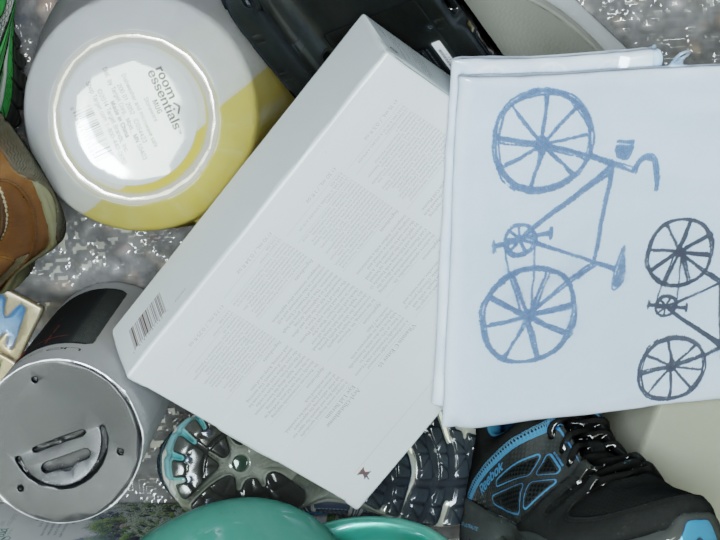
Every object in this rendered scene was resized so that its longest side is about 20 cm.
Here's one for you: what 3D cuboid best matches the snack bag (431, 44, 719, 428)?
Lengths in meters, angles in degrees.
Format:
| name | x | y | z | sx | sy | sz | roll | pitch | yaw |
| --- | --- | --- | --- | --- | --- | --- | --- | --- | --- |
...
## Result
| name | x | y | z | sx | sy | sz | roll | pitch | yaw |
| --- | --- | --- | --- | --- | --- | --- | --- | --- | --- |
| snack bag | 0.134 | -0.018 | 1.122 | 0.198 | 0.021 | 0.190 | -5 | 117 | -11 |

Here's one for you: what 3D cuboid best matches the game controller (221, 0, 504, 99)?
| name | x | y | z | sx | sy | sz | roll | pitch | yaw |
| --- | --- | --- | --- | --- | --- | --- | --- | --- | --- |
| game controller | 0.018 | -0.096 | 1.156 | 0.104 | 0.042 | 0.200 | -23 | 127 | 23 |

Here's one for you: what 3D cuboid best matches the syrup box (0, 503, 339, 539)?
| name | x | y | z | sx | sy | sz | roll | pitch | yaw |
| --- | --- | --- | --- | --- | --- | --- | --- | --- | --- |
| syrup box | -0.111 | 0.174 | 1.273 | 0.198 | 0.079 | 0.082 | -1 | 101 | 3 |

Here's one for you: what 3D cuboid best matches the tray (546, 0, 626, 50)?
| name | x | y | z | sx | sy | sz | roll | pitch | yaw |
| --- | --- | --- | --- | --- | --- | --- | --- | --- | --- |
| tray | 0.132 | -0.051 | 1.249 | 0.200 | 0.022 | 0.107 | 42 | 99 | -5 |

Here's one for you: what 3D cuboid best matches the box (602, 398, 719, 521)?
| name | x | y | z | sx | sy | sz | roll | pitch | yaw |
| --- | --- | --- | --- | --- | --- | --- | --- | --- | --- |
| box | 0.166 | 0.084 | 1.228 | 0.068 | 0.082 | 0.201 | 16 | 108 | -13 |

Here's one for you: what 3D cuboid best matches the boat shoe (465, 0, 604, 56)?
| name | x | y | z | sx | sy | sz | roll | pitch | yaw |
| --- | --- | --- | --- | --- | --- | --- | --- | --- | --- |
| boat shoe | 0.044 | -0.111 | 1.203 | 0.199 | 0.074 | 0.060 | 24 | 142 | -12 |

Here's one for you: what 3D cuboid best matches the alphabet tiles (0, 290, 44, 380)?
| name | x | y | z | sx | sy | sz | roll | pitch | yaw |
| --- | --- | --- | --- | --- | --- | --- | --- | --- | --- |
| alphabet tiles | -0.297 | 0.047 | 1.296 | 0.199 | 0.008 | 0.168 | 27 | 101 | -3 |

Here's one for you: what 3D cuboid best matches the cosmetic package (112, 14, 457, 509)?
| name | x | y | z | sx | sy | sz | roll | pitch | yaw |
| --- | --- | --- | --- | --- | --- | --- | --- | --- | --- |
| cosmetic package | 0.000 | 0.000 | 1.137 | 0.150 | 0.052 | 0.200 | 33 | 105 | -28 |

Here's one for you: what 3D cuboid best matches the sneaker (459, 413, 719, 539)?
| name | x | y | z | sx | sy | sz | roll | pitch | yaw |
| --- | --- | --- | --- | --- | --- | --- | --- | --- | --- |
| sneaker | 0.104 | 0.104 | 1.159 | 0.073 | 0.200 | 0.083 | 0 | 91 | -28 |

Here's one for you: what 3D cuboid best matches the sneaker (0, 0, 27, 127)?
| name | x | y | z | sx | sy | sz | roll | pitch | yaw |
| --- | --- | --- | --- | --- | --- | --- | --- | --- | --- |
| sneaker | -0.207 | -0.154 | 1.211 | 0.077 | 0.085 | 0.202 | 3 | 100 | 13 |

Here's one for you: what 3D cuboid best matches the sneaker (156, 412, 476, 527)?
| name | x | y | z | sx | sy | sz | roll | pitch | yaw |
| --- | --- | --- | --- | --- | --- | --- | --- | --- | --- |
| sneaker | -0.015 | 0.095 | 1.261 | 0.198 | 0.086 | 0.078 | 3 | 86 | -20 |

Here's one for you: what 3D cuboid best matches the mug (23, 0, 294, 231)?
| name | x | y | z | sx | sy | sz | roll | pitch | yaw |
| --- | --- | --- | --- | --- | --- | --- | --- | --- | --- |
| mug | -0.087 | -0.079 | 1.189 | 0.185 | 0.153 | 0.150 | 21 | 100 | -1 |

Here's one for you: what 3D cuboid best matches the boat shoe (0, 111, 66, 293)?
| name | x | y | z | sx | sy | sz | roll | pitch | yaw |
| --- | --- | --- | --- | --- | --- | --- | --- | --- | --- |
| boat shoe | -0.199 | -0.018 | 1.182 | 0.074 | 0.200 | 0.076 | -35 | 82 | -21 |

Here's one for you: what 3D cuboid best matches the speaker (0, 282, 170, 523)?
| name | x | y | z | sx | sy | sz | roll | pitch | yaw |
| --- | --- | --- | --- | --- | --- | --- | --- | --- | --- |
| speaker | -0.136 | 0.063 | 1.192 | 0.080 | 0.200 | 0.082 | 0 | 100 | 2 |

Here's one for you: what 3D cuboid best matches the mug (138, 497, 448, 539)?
| name | x | y | z | sx | sy | sz | roll | pitch | yaw |
| --- | --- | --- | --- | --- | --- | --- | --- | --- | --- |
| mug | -0.053 | 0.186 | 1.166 | 0.115 | 0.184 | 0.153 | 48 | 124 | 34 |
